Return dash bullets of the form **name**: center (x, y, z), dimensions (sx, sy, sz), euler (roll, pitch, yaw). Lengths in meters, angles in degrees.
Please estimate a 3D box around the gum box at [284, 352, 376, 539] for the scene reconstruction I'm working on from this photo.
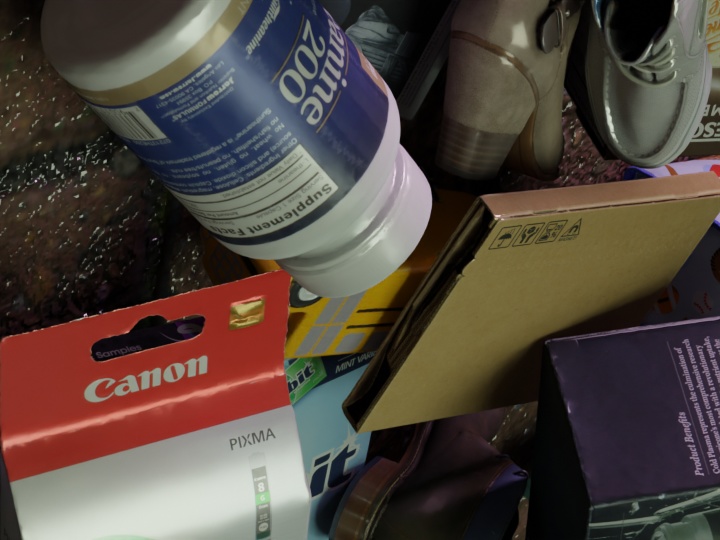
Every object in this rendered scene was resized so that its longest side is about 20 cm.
- **gum box**: center (-0.069, 0.118, 1.539), dimensions (0.169, 0.044, 0.201), euler (-21, 135, -38)

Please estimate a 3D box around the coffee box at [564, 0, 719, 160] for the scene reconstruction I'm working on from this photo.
- **coffee box**: center (0.195, -0.167, 1.522), dimensions (0.113, 0.080, 0.201), euler (-3, 128, -18)

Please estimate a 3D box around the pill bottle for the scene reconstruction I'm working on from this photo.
- **pill bottle**: center (-0.050, -0.076, 1.269), dimensions (0.111, 0.111, 0.200), euler (-47, 130, -6)

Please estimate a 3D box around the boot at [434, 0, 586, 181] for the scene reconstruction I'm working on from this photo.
- **boot**: center (0.094, -0.126, 1.462), dimensions (0.200, 0.070, 0.147), euler (-30, 141, -74)

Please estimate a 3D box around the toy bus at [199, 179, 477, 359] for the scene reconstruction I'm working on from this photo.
- **toy bus**: center (0.000, 0.000, 1.458), dimensions (0.199, 0.065, 0.078), euler (-4, 139, -42)

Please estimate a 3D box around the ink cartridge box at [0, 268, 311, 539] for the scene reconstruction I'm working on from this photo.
- **ink cartridge box**: center (-0.101, 0.105, 1.364), dimensions (0.160, 0.050, 0.201), euler (-14, 135, -24)

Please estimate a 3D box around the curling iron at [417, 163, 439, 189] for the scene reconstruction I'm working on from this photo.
- **curling iron**: center (0.062, -0.018, 1.581), dimensions (0.050, 0.026, 0.200), euler (-47, 148, 13)

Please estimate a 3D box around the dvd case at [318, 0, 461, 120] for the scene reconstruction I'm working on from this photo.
- **dvd case**: center (0.001, -0.161, 1.374), dimensions (0.199, 0.025, 0.151), euler (12, 112, -55)

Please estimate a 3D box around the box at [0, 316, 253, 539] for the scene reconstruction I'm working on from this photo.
- **box**: center (-0.157, 0.102, 1.384), dimensions (0.199, 0.036, 0.144), euler (-12, 131, -27)

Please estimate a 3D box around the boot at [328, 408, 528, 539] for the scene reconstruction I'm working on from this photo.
- **boot**: center (0.066, 0.133, 1.631), dimensions (0.200, 0.096, 0.075), euler (-41, 150, -53)

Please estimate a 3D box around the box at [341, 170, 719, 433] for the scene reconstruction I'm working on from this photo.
- **box**: center (0.097, 0.017, 1.490), dimensions (0.199, 0.021, 0.164), euler (-8, 140, -45)

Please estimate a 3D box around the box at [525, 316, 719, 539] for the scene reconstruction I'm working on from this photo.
- **box**: center (0.203, 0.132, 1.549), dimensions (0.195, 0.125, 0.201), euler (-6, 139, -6)

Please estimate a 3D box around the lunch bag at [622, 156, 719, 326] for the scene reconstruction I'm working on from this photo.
- **lunch bag**: center (0.272, 0.008, 1.705), dimensions (0.169, 0.200, 0.125), euler (-12, 131, -43)

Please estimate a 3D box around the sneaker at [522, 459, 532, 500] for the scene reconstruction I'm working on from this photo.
- **sneaker**: center (0.178, 0.098, 1.813), dimensions (0.199, 0.077, 0.092), euler (-24, 123, -41)

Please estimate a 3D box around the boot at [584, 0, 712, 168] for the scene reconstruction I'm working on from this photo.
- **boot**: center (0.145, -0.126, 1.427), dimensions (0.096, 0.073, 0.201), euler (-56, 152, -52)
